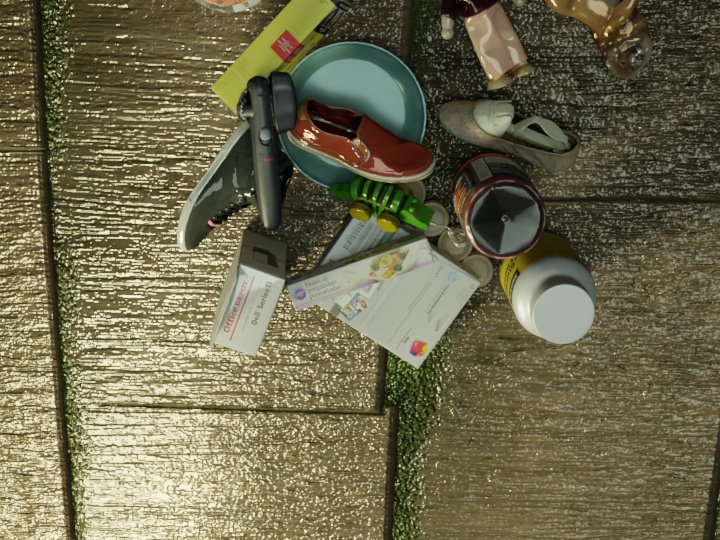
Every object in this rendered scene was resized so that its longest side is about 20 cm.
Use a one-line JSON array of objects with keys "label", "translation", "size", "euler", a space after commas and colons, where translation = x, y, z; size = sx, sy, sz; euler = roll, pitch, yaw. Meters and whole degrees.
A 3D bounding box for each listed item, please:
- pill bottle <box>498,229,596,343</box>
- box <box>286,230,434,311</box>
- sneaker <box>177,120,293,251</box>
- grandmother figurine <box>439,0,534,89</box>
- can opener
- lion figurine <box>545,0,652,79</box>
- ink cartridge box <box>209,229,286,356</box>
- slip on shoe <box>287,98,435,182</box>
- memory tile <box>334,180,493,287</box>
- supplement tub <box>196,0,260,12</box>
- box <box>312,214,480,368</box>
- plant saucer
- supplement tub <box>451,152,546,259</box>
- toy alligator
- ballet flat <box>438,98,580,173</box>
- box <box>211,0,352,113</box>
[{"label": "pill bottle", "translation": [0.251, 0.023, 1.636], "size": [0.111, 0.200, 0.113], "euler": [-1, 108, -2]}, {"label": "box", "translation": [0.000, 0.000, 1.644], "size": [0.199, 0.041, 0.039], "euler": [-19, 106, 4]}, {"label": "sneaker", "translation": [-0.164, -0.092, 1.636], "size": [0.099, 0.071, 0.201], "euler": [37, 101, 14]}, {"label": "grandmother figurine", "translation": [0.153, -0.337, 1.593], "size": [0.121, 0.060, 0.201], "euler": [-30, 106, -21]}, {"label": "can opener", "translation": [-0.118, -0.149, 1.552], "size": [0.078, 0.063, 0.201], "euler": [-1, 104, -3]}, {"label": "lion figurine", "translation": [0.301, -0.343, 1.595], "size": [0.199, 0.073, 0.123], "euler": [33, 118, 2]}, {"label": "ink cartridge box", "translation": [-0.147, 0.034, 1.625], "size": [0.067, 0.200, 0.118], "euler": [20, 107, -8]}, {"label": "slip on shoe", "translation": [0.004, -0.168, 1.589], "size": [0.199, 0.074, 0.061], "euler": [20, 141, -5]}, {"label": "memory tile", "translation": [0.076, -0.024, 1.711], "size": [0.153, 0.017, 0.200], "euler": [-40, 105, 10]}, {"label": "supplement tub", "translation": [-0.158, -0.379, 1.488], "size": [0.122, 0.200, 0.123], "euler": [-1, 109, -2]}, {"label": "box", "translation": [0.041, 0.019, 1.694], "size": [0.199, 0.041, 0.156], "euler": [32, 104, -11]}, {"label": "plant saucer", "translation": [-0.013, -0.206, 1.637], "size": [0.199, 0.036, 0.201], "euler": [-1, 108, -2]}, {"label": "supplement tub", "translation": [0.174, -0.091, 1.596], "size": [0.106, 0.200, 0.108], "euler": [-1, 107, -2]}, {"label": "toy alligator", "translation": [0.052, -0.085, 1.606], "size": [0.199, 0.054, 0.060], "euler": [21, 67, 11]}, {"label": "ballet flat", "translation": [0.203, -0.191, 1.630], "size": [0.199, 0.068, 0.067], "euler": [17, 151, -14]}, {"label": "box", "translation": [-0.101, -0.288, 1.583], "size": [0.200, 0.075, 0.050], "euler": [-44, 87, 10]}]
